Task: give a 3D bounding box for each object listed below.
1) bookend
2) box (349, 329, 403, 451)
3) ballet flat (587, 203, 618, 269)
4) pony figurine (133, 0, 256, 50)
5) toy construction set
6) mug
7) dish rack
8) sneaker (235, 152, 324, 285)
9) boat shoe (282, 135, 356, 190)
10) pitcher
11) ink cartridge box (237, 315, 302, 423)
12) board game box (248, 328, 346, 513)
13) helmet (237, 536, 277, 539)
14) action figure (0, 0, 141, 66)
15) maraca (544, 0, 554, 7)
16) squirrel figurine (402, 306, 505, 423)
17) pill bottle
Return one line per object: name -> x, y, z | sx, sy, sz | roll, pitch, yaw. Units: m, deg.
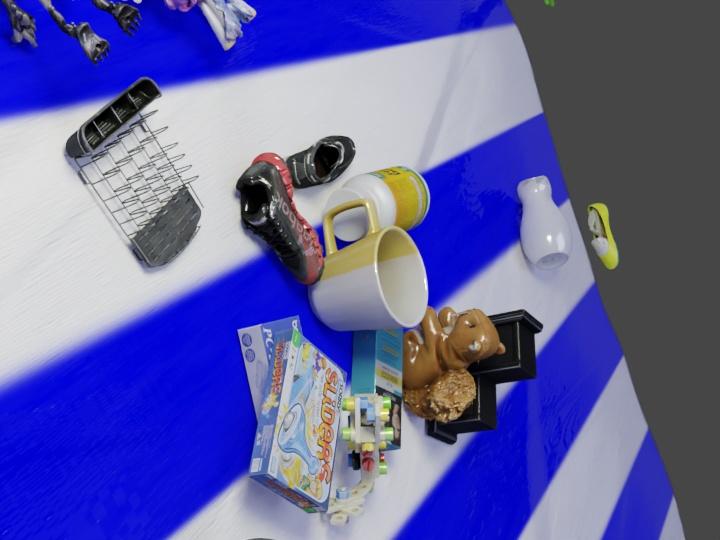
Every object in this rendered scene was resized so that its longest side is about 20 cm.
bookend -> 0.223, 0.193, 1.547 | 0.092, 0.196, 0.204 | 31, 54, -49
box -> 0.027, 0.180, 1.388 | 0.082, 0.048, 0.204 | 31, 54, -48
ballet flat -> 0.699, -0.102, 2.527 | 0.066, 0.067, 0.204 | 6, 69, -33
pony figurine -> -0.226, -0.395, 1.149 | 0.200, 0.166, 0.194 | 48, 10, -32
toy construction set -> 0.004, 0.262, 1.240 | 0.131, 0.090, 0.204 | -100, -158, -74
mug -> 0.004, 0.008, 1.322 | 0.149, 0.151, 0.190 | 36, 49, -44
dish rack -> -0.259, -0.113, 1.054 | 0.202, 0.054, 0.154 | 61, 36, -24
sneaker -> -0.119, -0.063, 1.236 | 0.098, 0.070, 0.203 | -40, 110, -55
boat shoe -> -0.052, -0.176, 1.386 | 0.200, 0.067, 0.073 | -36, 106, -57
pitcher -> 0.443, -0.098, 2.088 | 0.172, 0.119, 0.203 | 52, 26, -57
ink cartridge box -> -0.105, 0.171, 1.193 | 0.093, 0.044, 0.204 | -9, 86, -59
board game box -> -0.079, 0.199, 1.147 | 0.135, 0.034, 0.203 | 44, 42, -43
helmet -> -0.138, 0.390, 0.924 | 0.199, 0.188, 0.204 | 25, 58, -50
action figure -> -0.347, -0.302, 0.948 | 0.198, 0.102, 0.120 | 35, 72, 4
maraca -> 0.530, -0.846, 2.490 | 0.137, 0.106, 0.203 | 39, 47, -34
squirrel figurine -> 0.151, 0.157, 1.461 | 0.141, 0.184, 0.204 | 20, 62, -52
pill bottle -> 0.027, -0.107, 1.438 | 0.199, 0.111, 0.115 | -23, 97, -57
